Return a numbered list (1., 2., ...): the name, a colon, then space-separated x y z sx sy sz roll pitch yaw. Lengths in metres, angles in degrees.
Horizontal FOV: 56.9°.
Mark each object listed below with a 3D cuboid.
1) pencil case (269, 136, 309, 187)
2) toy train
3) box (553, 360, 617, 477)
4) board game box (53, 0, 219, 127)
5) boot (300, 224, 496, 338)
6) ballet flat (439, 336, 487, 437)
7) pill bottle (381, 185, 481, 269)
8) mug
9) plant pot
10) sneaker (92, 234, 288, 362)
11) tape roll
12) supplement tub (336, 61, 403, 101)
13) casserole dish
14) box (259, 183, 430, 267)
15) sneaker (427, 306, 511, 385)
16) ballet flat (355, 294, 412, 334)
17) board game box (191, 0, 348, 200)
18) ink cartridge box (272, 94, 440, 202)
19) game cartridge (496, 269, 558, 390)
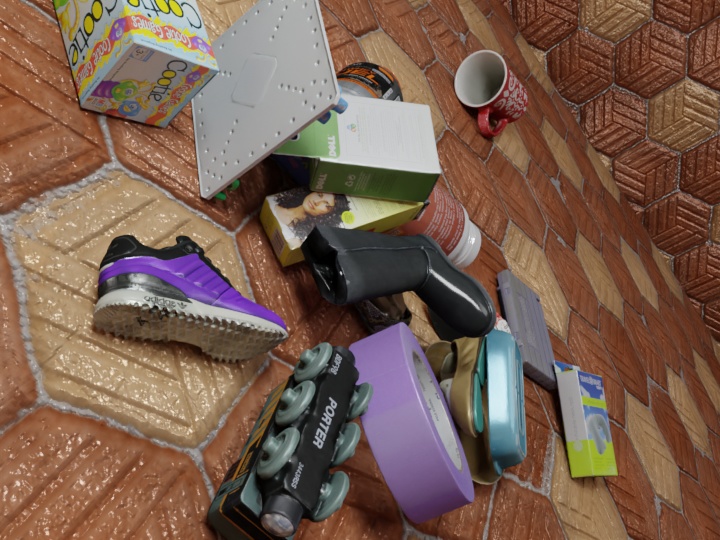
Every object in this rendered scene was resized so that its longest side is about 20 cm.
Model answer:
1. pencil case: -0.053 -0.132 0.867 0.200 0.087 0.078 47 -3 -21
2. toy train: -0.059 0.150 0.587 0.085 0.113 0.201 44 33 -16
3. box: 0.403 0.264 1.190 0.121 0.047 0.204 19 61 -47
4. board game box: -0.241 -0.270 0.685 0.102 0.104 0.203 2 62 -53
5. boot: 0.046 0.017 0.750 0.198 0.066 0.165 3 36 -49
6. ballet flat: 0.132 0.149 0.862 0.200 0.062 0.070 -57 137 -63
7. pill bottle: 0.092 -0.073 0.994 0.199 0.111 0.114 28 43 -40
8. mug: 0.323 -0.424 1.644 0.133 0.180 0.199 32 13 30
9. plant pot: 0.136 0.196 0.915 0.199 0.027 0.202 35 39 -34
10. sneaker: -0.147 0.017 0.614 0.199 0.069 0.101 23 44 -45
11. tape roll: 0.056 0.162 0.721 0.200 0.065 0.203 -23 91 -81
12. supplement tub: -0.007 -0.230 0.972 0.123 0.122 0.201 51 31 -13
13. casserole dish: 0.199 0.173 0.899 0.121 0.038 0.203 53 37 -56
14. box: -0.017 -0.074 0.802 0.198 0.050 0.076 -22 74 -28
15. sneaker: 0.172 0.080 1.026 0.203 0.067 0.108 55 30 -14
16. ballet flat: 0.000 0.000 0.842 0.201 0.072 0.072 52 32 -12
17. board game box: -0.109 -0.203 0.726 0.026 0.198 0.203 23 46 -49
18. ink cartridge box: -0.011 -0.147 0.778 0.196 0.060 0.105 4 60 -15
19. game cartridge: 0.308 0.108 1.231 0.129 0.038 0.202 30 42 -34
